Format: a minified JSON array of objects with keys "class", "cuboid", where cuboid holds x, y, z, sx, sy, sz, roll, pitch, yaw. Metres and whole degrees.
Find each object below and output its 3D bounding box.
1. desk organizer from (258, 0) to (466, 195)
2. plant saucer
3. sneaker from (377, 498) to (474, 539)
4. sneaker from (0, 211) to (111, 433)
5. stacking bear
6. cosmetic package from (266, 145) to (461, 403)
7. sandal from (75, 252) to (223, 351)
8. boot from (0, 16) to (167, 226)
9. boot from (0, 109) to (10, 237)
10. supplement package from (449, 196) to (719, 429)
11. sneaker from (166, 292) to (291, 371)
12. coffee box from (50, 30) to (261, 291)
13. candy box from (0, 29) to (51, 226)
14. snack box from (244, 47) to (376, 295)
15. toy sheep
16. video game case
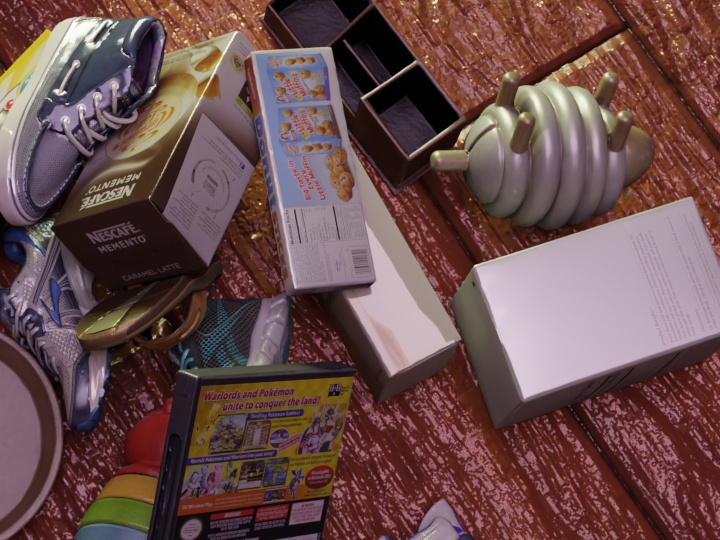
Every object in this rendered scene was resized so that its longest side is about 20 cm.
[{"class":"desk organizer","cuboid":[0.002,-0.174,1.806,0.072,0.077,0.200,-35,81,-16]},{"class":"plant saucer","cuboid":[-0.339,0.137,1.695,0.199,0.029,0.201,2,72,-7]},{"class":"sneaker","cuboid":[0.106,0.250,1.691,0.199,0.081,0.147,-11,79,-5]},{"class":"sneaker","cuboid":[-0.251,0.044,1.702,0.085,0.077,0.201,-4,57,-15]},{"class":"stacking bear","cuboid":[-0.168,0.200,1.658,0.113,0.121,0.201,-6,52,36]},{"class":"cosmetic package","cuboid":[0.000,0.000,1.741,0.071,0.105,0.201,-27,77,-12]},{"class":"sandal","cuboid":[-0.157,0.034,1.680,0.080,0.200,0.054,-17,97,21]},{"class":"boot","cuboid":[-0.223,-0.126,1.684,0.090,0.073,0.201,-2,57,27]},{"class":"boot","cuboid":[-0.364,-0.064,1.688,0.161,0.074,0.199,7,53,18]},{"class":"supplement package","cuboid":[0.192,0.037,1.745,0.199,0.120,0.122,-17,78,-12]},{"class":"sneaker","cuboid":[-0.115,0.085,1.688,0.091,0.078,0.200,8,31,7]},{"class":"coffee box","cuboid":[-0.151,-0.089,1.701,0.080,0.114,0.201,50,43,-30]},{"class":"candy box","cuboid":[-0.292,-0.108,1.756,0.102,0.026,0.200,29,69,31]},{"class":"snack box","cuboid":[-0.041,-0.081,1.686,0.071,0.024,0.201,-6,75,-21]},{"class":"toy sheep","cuboid":[0.154,-0.099,1.775,0.199,0.138,0.139,1,73,-14]},{"class":"video game case","cuboid":[-0.086,0.163,1.616,0.025,0.200,0.182,17,99,34]}]
